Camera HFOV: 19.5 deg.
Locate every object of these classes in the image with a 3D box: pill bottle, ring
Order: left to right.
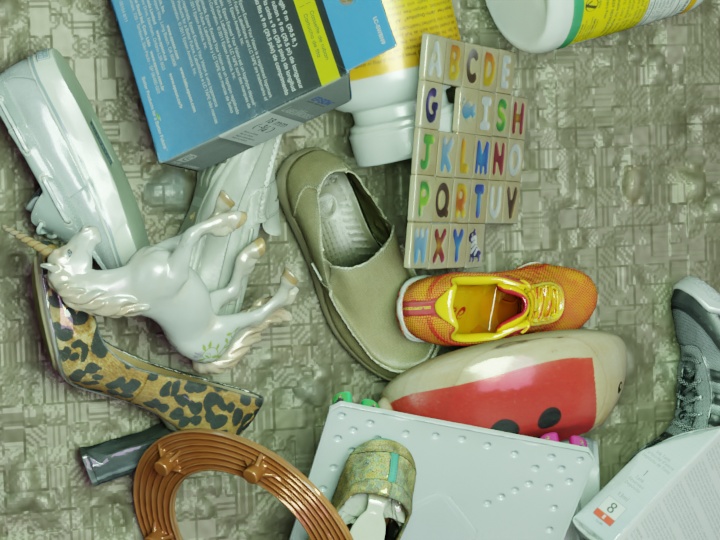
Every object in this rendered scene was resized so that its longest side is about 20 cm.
[{"bbox_3d":[-0.085,0.201,1.521,0.201,0.200,0.019,57,45,-12],"label":"ring"},{"bbox_3d":[0.015,-0.184,1.559,0.113,0.113,0.200,-15,98,-15],"label":"pill bottle"},{"bbox_3d":[0.201,-0.242,1.598,0.200,0.113,0.113,-17,98,-23],"label":"pill bottle"}]

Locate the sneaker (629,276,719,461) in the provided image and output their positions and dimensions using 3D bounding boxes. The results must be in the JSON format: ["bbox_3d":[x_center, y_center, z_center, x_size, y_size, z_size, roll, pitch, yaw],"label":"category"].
[{"bbox_3d":[0.265,0.112,1.671,0.114,0.075,0.200,-25,103,-16],"label":"sneaker"}]

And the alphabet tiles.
[{"bbox_3d":[0.083,-0.085,1.565,0.008,0.200,0.167,6,93,26],"label":"alphabet tiles"}]

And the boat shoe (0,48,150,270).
[{"bbox_3d":[-0.211,-0.060,1.530,0.071,0.070,0.201,-22,102,6],"label":"boat shoe"}]

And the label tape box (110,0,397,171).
[{"bbox_3d":[-0.067,-0.175,1.486,0.200,0.063,0.144,-23,75,22],"label":"label tape box"}]

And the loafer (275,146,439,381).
[{"bbox_3d":[0.000,0.000,1.590,0.076,0.067,0.200,-34,102,-12],"label":"loafer"}]

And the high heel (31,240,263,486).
[{"bbox_3d":[-0.157,0.051,1.540,0.142,0.071,0.200,-18,114,-9],"label":"high heel"}]

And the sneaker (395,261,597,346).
[{"bbox_3d":[0.118,0.032,1.601,0.200,0.077,0.073,-7,95,-43],"label":"sneaker"}]

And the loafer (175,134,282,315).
[{"bbox_3d":[-0.090,-0.047,1.563,0.070,0.070,0.200,20,95,-22],"label":"loafer"}]

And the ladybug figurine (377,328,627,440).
[{"bbox_3d":[0.111,0.098,1.591,0.200,0.136,0.072,-11,72,-10],"label":"ladybug figurine"}]

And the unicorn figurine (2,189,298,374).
[{"bbox_3d":[-0.132,0.007,1.481,0.137,0.074,0.200,-40,119,-3],"label":"unicorn figurine"}]

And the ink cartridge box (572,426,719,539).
[{"bbox_3d":[0.263,0.175,1.618,0.200,0.050,0.162,-46,138,-15],"label":"ink cartridge box"}]

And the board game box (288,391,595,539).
[{"bbox_3d":[0.052,0.187,1.573,0.200,0.026,0.200,11,124,-8],"label":"board game box"}]

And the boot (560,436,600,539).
[{"bbox_3d":[0.144,0.228,1.656,0.095,0.074,0.200,-3,102,6],"label":"boot"}]

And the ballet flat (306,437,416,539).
[{"bbox_3d":[-0.008,0.212,1.534,0.071,0.071,0.200,9,125,-17],"label":"ballet flat"}]
